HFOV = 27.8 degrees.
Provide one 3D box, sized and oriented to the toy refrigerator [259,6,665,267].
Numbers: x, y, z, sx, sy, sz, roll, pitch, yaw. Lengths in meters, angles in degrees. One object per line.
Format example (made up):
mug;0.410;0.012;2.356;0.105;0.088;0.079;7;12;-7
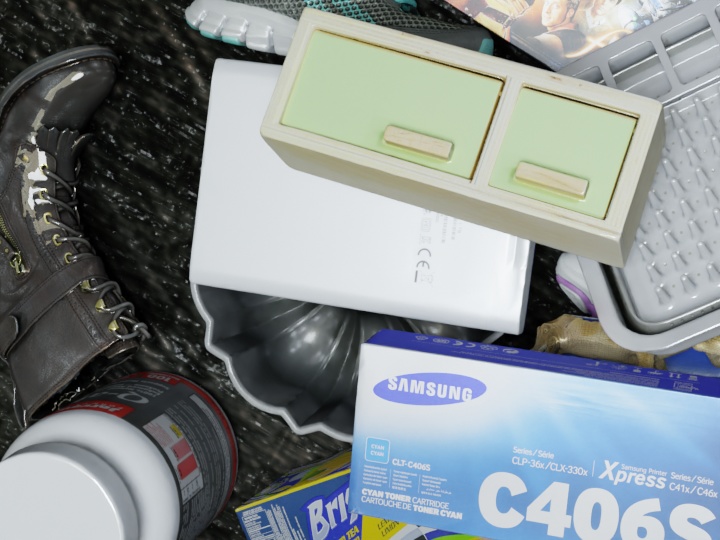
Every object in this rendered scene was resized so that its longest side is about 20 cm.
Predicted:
toy refrigerator;0.054;-0.072;0.767;0.198;0.070;0.077;18;82;16

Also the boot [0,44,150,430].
boot;-0.182;-0.020;0.916;0.200;0.069;0.175;-46;67;22

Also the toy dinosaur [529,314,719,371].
toy dinosaur;0.189;0.027;0.797;0.198;0.058;0.102;-23;66;6

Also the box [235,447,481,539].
box;0.022;0.135;0.877;0.199;0.070;0.065;-24;92;37

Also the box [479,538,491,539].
box;0.136;0.245;0.891;0.162;0.021;0.202;-5;117;14

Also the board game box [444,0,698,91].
board game box;0.142;-0.184;0.873;0.199;0.035;0.136;33;101;6

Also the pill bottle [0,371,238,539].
pill bottle;-0.152;0.133;0.880;0.115;0.200;0.117;1;96;10

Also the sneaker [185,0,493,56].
sneaker;-0.012;-0.167;0.870;0.198;0.077;0.092;16;101;18

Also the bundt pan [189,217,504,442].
bundt pan;0.000;0.000;0.895;0.200;0.076;0.204;1;93;14

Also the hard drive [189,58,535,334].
hard drive;0.004;-0.044;0.838;0.198;0.025;0.133;9;94;15

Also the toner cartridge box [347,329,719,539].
toner cartridge box;0.096;0.094;0.761;0.198;0.043;0.096;7;100;15

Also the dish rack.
dish rack;0.193;-0.054;0.794;0.170;0.044;0.201;-25;51;15

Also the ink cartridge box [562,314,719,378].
ink cartridge box;0.161;0.127;0.865;0.098;0.039;0.202;5;116;18

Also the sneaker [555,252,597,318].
sneaker;0.217;0.013;0.872;0.198;0.075;0.101;17;80;9
